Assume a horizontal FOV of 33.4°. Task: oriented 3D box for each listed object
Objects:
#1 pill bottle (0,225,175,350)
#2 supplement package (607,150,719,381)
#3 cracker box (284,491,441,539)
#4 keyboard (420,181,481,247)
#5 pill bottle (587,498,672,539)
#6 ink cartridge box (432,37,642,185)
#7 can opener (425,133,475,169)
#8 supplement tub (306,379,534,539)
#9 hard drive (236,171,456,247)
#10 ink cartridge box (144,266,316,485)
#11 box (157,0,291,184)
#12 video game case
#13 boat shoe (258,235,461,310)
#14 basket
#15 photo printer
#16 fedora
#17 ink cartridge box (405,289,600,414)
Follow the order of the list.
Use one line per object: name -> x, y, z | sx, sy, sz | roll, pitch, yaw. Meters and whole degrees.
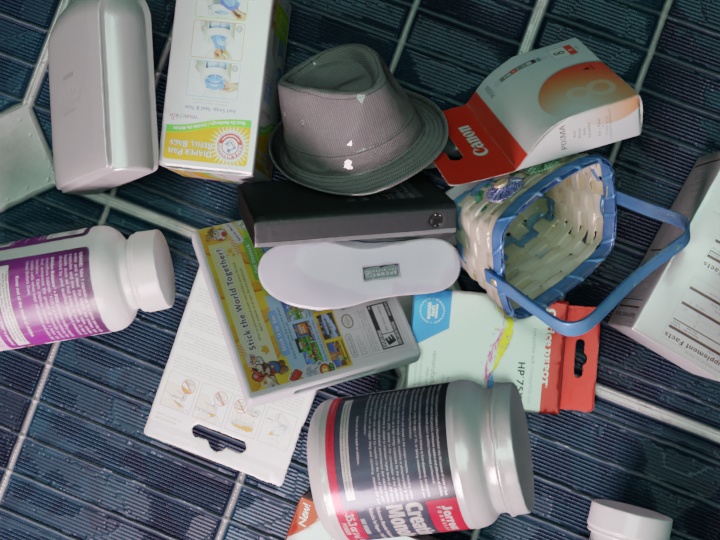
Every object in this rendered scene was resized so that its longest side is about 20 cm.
pill bottle -> -0.299, 0.015, 1.251 | 0.198, 0.112, 0.114 | -10, 86, 4
supplement package -> 0.351, -0.004, 1.198 | 0.109, 0.114, 0.201 | 29, 90, 0
cracker box -> 0.011, 0.327, 1.237 | 0.198, 0.058, 0.135 | 19, 88, 6
keyboard -> 0.127, -0.075, 1.276 | 0.199, 0.011, 0.057 | -33, 80, 2
pill bottle -> 0.251, 0.336, 1.191 | 0.111, 0.112, 0.202 | 13, 87, 5
ink cartridge box -> 0.156, -0.162, 1.193 | 0.198, 0.163, 0.051 | -14, 123, -7
can opener -> 0.044, -0.132, 1.260 | 0.198, 0.066, 0.053 | -5, 86, 9
supplement tub -> 0.059, 0.182, 1.156 | 0.198, 0.140, 0.142 | -9, 86, 15
hard drive -> -0.018, -0.064, 1.195 | 0.198, 0.140, 0.033 | -4, 109, -11
ink cartridge box -> -0.118, 0.102, 1.261 | 0.161, 0.050, 0.202 | 20, 93, 5
box -> -0.139, -0.196, 1.250 | 0.100, 0.112, 0.203 | 6, 88, 6
video game case -> -0.057, 0.026, 1.212 | 0.180, 0.023, 0.201 | -14, 62, -17
boat shoe -> 0.000, 0.000, 1.186 | 0.197, 0.065, 0.075 | 2, 95, 3
basket -> 0.191, -0.028, 1.159 | 0.176, 0.140, 0.199 | -36, 47, -24
photo printer -> -0.269, -0.189, 1.239 | 0.069, 0.166, 0.203 | -1, 86, -33
fedora -> -0.013, -0.164, 1.198 | 0.176, 0.200, 0.091 | -29, 126, -16
ink cartridge box -> 0.149, 0.084, 1.234 | 0.197, 0.067, 0.118 | 5, 88, 4
